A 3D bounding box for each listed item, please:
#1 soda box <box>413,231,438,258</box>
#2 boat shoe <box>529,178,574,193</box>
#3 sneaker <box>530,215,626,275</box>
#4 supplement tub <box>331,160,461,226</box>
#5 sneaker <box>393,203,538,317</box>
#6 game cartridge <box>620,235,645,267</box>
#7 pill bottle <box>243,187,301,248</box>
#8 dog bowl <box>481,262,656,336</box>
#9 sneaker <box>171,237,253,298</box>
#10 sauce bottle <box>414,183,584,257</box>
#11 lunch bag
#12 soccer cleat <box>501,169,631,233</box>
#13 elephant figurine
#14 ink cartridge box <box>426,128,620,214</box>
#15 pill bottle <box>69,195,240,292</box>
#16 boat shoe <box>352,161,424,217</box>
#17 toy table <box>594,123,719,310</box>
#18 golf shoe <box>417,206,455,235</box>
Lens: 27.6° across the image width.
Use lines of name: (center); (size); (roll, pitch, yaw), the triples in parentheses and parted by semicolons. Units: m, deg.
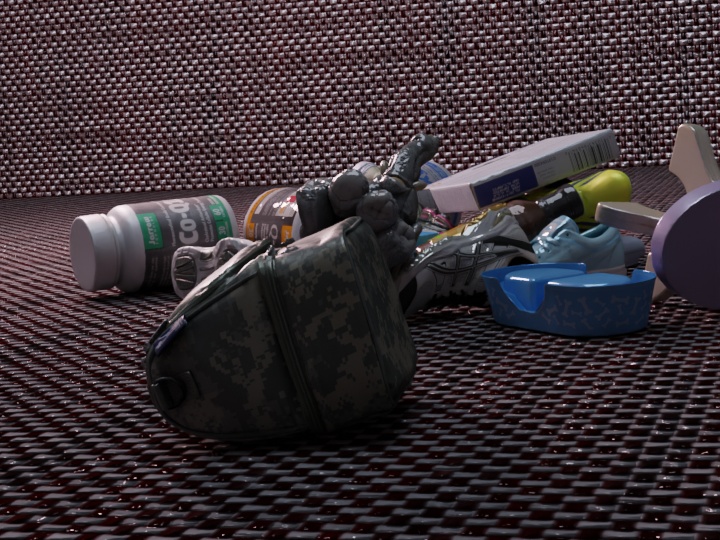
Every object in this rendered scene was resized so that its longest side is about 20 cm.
soda box: (0.000, 0.000, 1.656); (0.199, 0.069, 0.064); (-10, 9, -42)
boat shoe: (0.264, -0.082, 1.853); (0.064, 0.074, 0.200); (12, 14, -21)
sneaker: (0.205, -0.018, 1.625); (0.198, 0.083, 0.074); (-8, 7, -30)
supplement tub: (0.044, -0.084, 2.056); (0.131, 0.133, 0.199); (0, 8, 32)
sneaker: (0.106, 0.009, 1.511); (0.199, 0.088, 0.076); (-33, -9, -28)
game cartridge: (0.235, -0.020, 1.821); (0.199, 0.042, 0.133); (2, 5, 39)
pill bottle: (-0.058, -0.046, 1.860); (0.115, 0.118, 0.199); (-8, 8, -31)
dog bowl: (0.198, 0.027, 1.404); (0.111, 0.050, 0.199); (-8, 7, -30)
sneaker: (-0.138, -0.004, 1.750); (0.099, 0.079, 0.199); (-5, 7, -40)
sauce bottle: (0.159, -0.038, 1.661); (0.199, 0.065, 0.065); (-25, 11, -11)
lunch bag: (-0.059, 0.049, 1.070); (0.166, 0.141, 0.200); (-20, 5, 8)
soccer cleat: (0.233, -0.071, 1.735); (0.083, 0.065, 0.199); (0, -12, -41)
elephant figurine: (0.017, -0.048, 1.543); (0.154, 0.143, 0.200); (-23, 2, 20)
ink cartridge box: (0.193, -0.120, 1.814); (0.195, 0.044, 0.200); (-22, 6, -13)
pill bottle: (-0.265, -0.032, 1.888); (0.198, 0.114, 0.113); (-9, 8, -31)
boat shoe: (0.052, -0.064, 1.884); (0.062, 0.072, 0.200); (28, -11, 44)
toy table: (0.337, -0.039, 1.435); (0.199, 0.185, 0.117); (13, 13, -34)
golf shoe: (0.107, -0.014, 1.774); (0.092, 0.073, 0.200); (-42, 26, -15)
